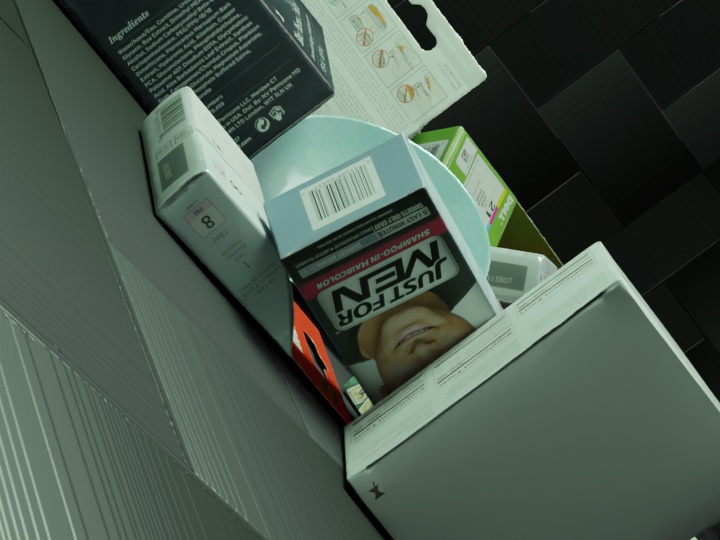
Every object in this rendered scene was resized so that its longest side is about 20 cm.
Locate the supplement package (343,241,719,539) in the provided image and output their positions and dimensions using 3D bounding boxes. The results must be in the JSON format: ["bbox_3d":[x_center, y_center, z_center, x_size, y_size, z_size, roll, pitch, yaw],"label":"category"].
[{"bbox_3d":[0.115,0.111,1.258,0.156,0.200,0.111,52,7,-10],"label":"supplement package"}]

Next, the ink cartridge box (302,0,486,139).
[{"bbox_3d":[-0.015,-0.162,1.754,0.161,0.200,0.050,55,7,8],"label":"ink cartridge box"}]

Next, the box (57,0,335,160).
[{"bbox_3d":[-0.125,-0.194,1.522,0.200,0.117,0.197,50,10,-18],"label":"box"}]

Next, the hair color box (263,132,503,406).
[{"bbox_3d":[0.028,0.019,1.310,0.200,0.099,0.061,58,8,-41],"label":"hair color box"}]

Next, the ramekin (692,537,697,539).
[{"bbox_3d":[0.243,0.262,1.794,0.200,0.098,0.200,52,7,-9],"label":"ramekin"}]

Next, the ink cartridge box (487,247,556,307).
[{"bbox_3d":[0.093,0.008,1.831,0.162,0.057,0.200,9,-1,14],"label":"ink cartridge box"}]

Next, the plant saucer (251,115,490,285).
[{"bbox_3d":[-0.002,-0.029,1.540,0.201,0.039,0.201,14,46,-15],"label":"plant saucer"}]

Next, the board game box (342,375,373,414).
[{"bbox_3d":[0.063,0.159,1.419,0.200,0.023,0.105,55,5,21],"label":"board game box"}]

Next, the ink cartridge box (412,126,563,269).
[{"bbox_3d":[0.076,-0.029,1.897,0.200,0.148,0.076,50,50,-32],"label":"ink cartridge box"}]

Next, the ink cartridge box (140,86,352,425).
[{"bbox_3d":[-0.061,-0.011,1.348,0.200,0.057,0.163,45,9,-23],"label":"ink cartridge box"}]
